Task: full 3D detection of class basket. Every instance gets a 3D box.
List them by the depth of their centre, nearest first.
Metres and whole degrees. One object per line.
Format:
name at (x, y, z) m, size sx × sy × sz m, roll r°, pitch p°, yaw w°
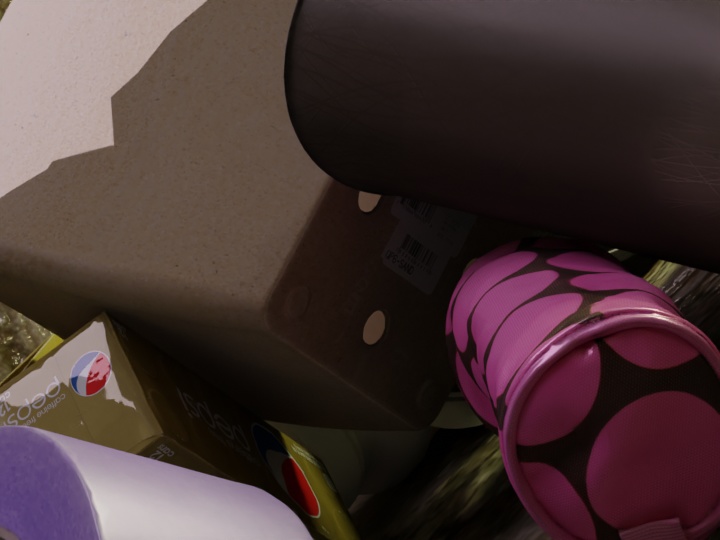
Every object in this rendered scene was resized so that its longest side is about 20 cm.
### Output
basket at (0.103, -0.070, 0.912) m, size 0.180 × 0.137 × 0.200 m, roll -26°, pitch 33°, yaw -36°

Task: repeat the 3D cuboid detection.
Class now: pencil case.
pencil case at (0.080, 0.044, 0.872) m, size 0.090 × 0.094 × 0.200 m, roll -6°, pitch 8°, yaw 0°

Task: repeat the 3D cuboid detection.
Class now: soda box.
soda box at (-0.071, 0.093, 1.066) m, size 0.064 × 0.068 × 0.200 m, roll -36°, pitch -33°, yaw 10°

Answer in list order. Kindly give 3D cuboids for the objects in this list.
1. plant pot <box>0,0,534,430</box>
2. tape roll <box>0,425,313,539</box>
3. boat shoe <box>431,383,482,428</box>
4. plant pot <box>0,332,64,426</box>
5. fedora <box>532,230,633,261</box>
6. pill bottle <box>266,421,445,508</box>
plant pot at (-0.037, -0.039, 1.065) m, size 0.177 × 0.200 × 0.201 m, roll 24°, pitch 82°, yaw 39°
tape roll at (-0.092, 0.153, 0.770) m, size 0.200 × 0.085 × 0.201 m, roll -32°, pitch 50°, yaw 46°
boat shoe at (0.000, 0.000, 1.188) m, size 0.068 × 0.200 × 0.057 m, roll -24°, pitch -44°, yaw -26°
plant pot at (-0.158, 0.174, 1.110) m, size 0.200 × 0.176 × 0.200 m, roll -43°, pitch 6°, yaw 9°
fedora at (0.087, -0.081, 1.250) m, size 0.200 × 0.176 × 0.091 m, roll -41°, pitch -40°, yaw -36°
pill bottle at (0.003, 0.042, 1.269) m, size 0.111 × 0.111 × 0.200 m, roll -37°, pitch 9°, yaw 49°
